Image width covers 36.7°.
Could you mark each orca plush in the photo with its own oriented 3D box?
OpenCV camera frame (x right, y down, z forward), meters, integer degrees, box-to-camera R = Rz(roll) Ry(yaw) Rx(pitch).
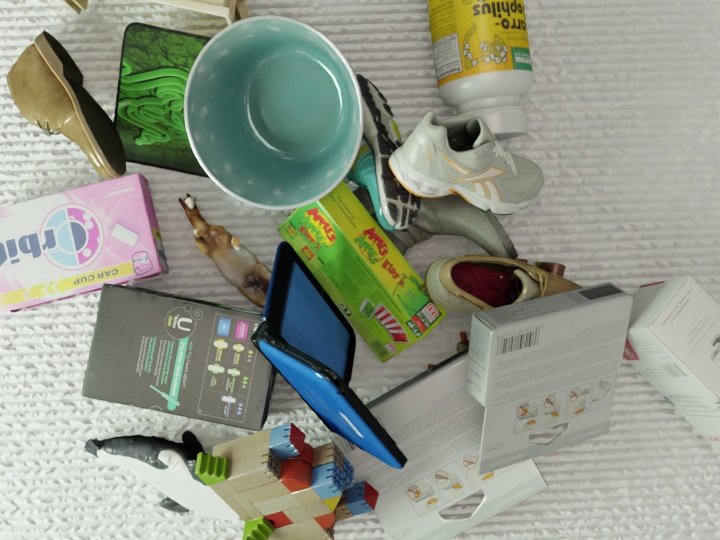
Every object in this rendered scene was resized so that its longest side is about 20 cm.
[{"bbox_3d":[-0.218,0.221,1.259,0.196,0.072,0.106,14,133,4],"label":"orca plush"}]

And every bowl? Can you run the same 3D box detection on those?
[{"bbox_3d":[-0.083,-0.177,1.182,0.196,0.105,0.205,3,106,11],"label":"bowl"}]

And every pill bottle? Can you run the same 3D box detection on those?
[{"bbox_3d":[0.138,-0.252,1.241,0.110,0.113,0.204,-7,89,-3],"label":"pill bottle"}]

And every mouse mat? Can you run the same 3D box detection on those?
[{"bbox_3d":[-0.185,-0.188,1.252,0.196,0.008,0.164,11,109,-2],"label":"mouse mat"}]

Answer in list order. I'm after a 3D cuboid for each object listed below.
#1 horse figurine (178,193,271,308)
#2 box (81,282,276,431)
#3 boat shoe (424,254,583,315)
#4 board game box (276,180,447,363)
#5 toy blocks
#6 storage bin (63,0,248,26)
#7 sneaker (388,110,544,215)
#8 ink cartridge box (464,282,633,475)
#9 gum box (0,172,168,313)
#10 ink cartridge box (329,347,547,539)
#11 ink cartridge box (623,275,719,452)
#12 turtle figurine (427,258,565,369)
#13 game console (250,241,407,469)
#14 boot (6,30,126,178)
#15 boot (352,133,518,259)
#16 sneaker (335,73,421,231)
[{"bbox_3d":[-0.132,-0.006,1.233,0.199,0.132,0.050,42,82,-15],"label":"horse figurine"},{"bbox_3d":[-0.189,0.094,1.204,0.196,0.149,0.127,11,88,-3],"label":"box"},{"bbox_3d":[0.171,0.026,1.197,0.196,0.066,0.076,8,80,-14],"label":"boat shoe"},{"bbox_3d":[0.000,0.000,1.234,0.201,0.101,0.048,51,53,-1],"label":"board game box"},{"bbox_3d":[-0.068,0.236,1.181,0.135,0.101,0.201,-20,130,20],"label":"toy blocks"},{"bbox_3d":[-0.224,-0.322,1.183,0.196,0.199,0.096,11,91,-2],"label":"storage bin"},{"bbox_3d":[0.133,-0.122,1.183,0.197,0.092,0.077,4,48,-32],"label":"sneaker"},{"bbox_3d":[0.203,0.116,1.187,0.197,0.043,0.177,-11,118,-29],"label":"ink cartridge box"},{"bbox_3d":[-0.330,-0.029,1.240,0.196,0.066,0.116,-14,89,-3],"label":"gum box"},{"bbox_3d":[0.090,0.210,1.241,0.198,0.044,0.176,-29,95,11],"label":"ink cartridge box"},{"bbox_3d":[0.389,0.110,1.230,0.200,0.146,0.083,44,80,-2],"label":"ink cartridge box"},{"bbox_3d":[0.182,0.069,1.263,0.196,0.064,0.165,7,89,-2],"label":"turtle figurine"},{"bbox_3d":[-0.019,0.090,1.144,0.169,0.201,0.119,24,70,40],"label":"game console"},{"bbox_3d":[-0.334,-0.173,1.234,0.075,0.074,0.201,-37,72,6],"label":"boot"},{"bbox_3d":[0.078,-0.048,1.257,0.131,0.068,0.200,-44,74,2],"label":"boot"},{"bbox_3d":[0.011,-0.125,1.232,0.079,0.077,0.203,-35,57,28],"label":"sneaker"}]
